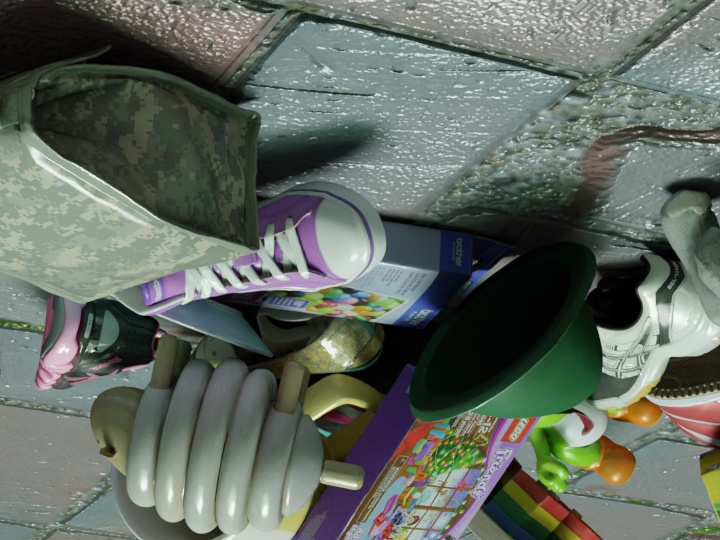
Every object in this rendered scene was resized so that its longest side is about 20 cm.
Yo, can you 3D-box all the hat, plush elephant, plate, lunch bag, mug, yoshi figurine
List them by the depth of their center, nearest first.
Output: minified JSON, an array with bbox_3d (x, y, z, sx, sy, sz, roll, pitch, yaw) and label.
[{"bbox_3d":[-0.186,-0.064,1.319,0.164,0.118,0.200,-16,157,37],"label":"lunch bag"},{"bbox_3d":[0.314,0.008,1.420,0.165,0.200,0.155,26,130,-33],"label":"plush elephant"},{"bbox_3d":[0.152,0.093,1.547,0.166,0.200,0.176,-29,113,34],"label":"hat"},{"bbox_3d":[-0.153,0.017,1.563,0.200,0.026,0.200,22,177,1],"label":"plate"},{"bbox_3d":[-0.074,0.160,1.664,0.186,0.150,0.153,-1,162,30],"label":"mug"},{"bbox_3d":[0.168,0.113,1.761,0.200,0.112,0.112,24,133,-39],"label":"yoshi figurine"}]

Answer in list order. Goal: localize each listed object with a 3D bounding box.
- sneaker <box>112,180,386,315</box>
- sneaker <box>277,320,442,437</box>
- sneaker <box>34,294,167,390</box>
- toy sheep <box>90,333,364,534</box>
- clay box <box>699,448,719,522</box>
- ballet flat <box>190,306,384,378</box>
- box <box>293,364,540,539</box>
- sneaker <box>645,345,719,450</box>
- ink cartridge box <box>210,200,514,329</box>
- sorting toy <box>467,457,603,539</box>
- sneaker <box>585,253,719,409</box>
[{"bbox_3d":[-0.084,-0.003,1.422,0.200,0.073,0.114,-5,-162,39],"label":"sneaker"},{"bbox_3d":[0.021,0.097,1.741,0.200,0.084,0.121,-1,154,28],"label":"sneaker"},{"bbox_3d":[-0.194,0.055,1.627,0.095,0.079,0.200,8,175,-10],"label":"sneaker"},{"bbox_3d":[-0.095,0.122,1.523,0.200,0.138,0.138,11,159,9],"label":"toy sheep"},{"bbox_3d":[0.342,0.161,1.792,0.115,0.048,0.200,-23,177,7],"label":"clay box"},{"bbox_3d":[-0.075,0.055,1.691,0.200,0.071,0.071,-12,154,32],"label":"ballet flat"},{"bbox_3d":[0.039,0.168,1.661,0.137,0.039,0.200,12,117,-47],"label":"box"},{"bbox_3d":[0.331,0.097,1.738,0.200,0.071,0.112,0,155,25],"label":"sneaker"},{"bbox_3d":[0.000,0.000,1.569,0.200,0.042,0.119,6,158,-15],"label":"ink cartridge box"},{"bbox_3d":[0.118,0.191,1.861,0.070,0.200,0.199,-48,153,0],"label":"sorting toy"},{"bbox_3d":[0.201,0.039,1.624,0.088,0.076,0.200,22,147,-14],"label":"sneaker"}]
